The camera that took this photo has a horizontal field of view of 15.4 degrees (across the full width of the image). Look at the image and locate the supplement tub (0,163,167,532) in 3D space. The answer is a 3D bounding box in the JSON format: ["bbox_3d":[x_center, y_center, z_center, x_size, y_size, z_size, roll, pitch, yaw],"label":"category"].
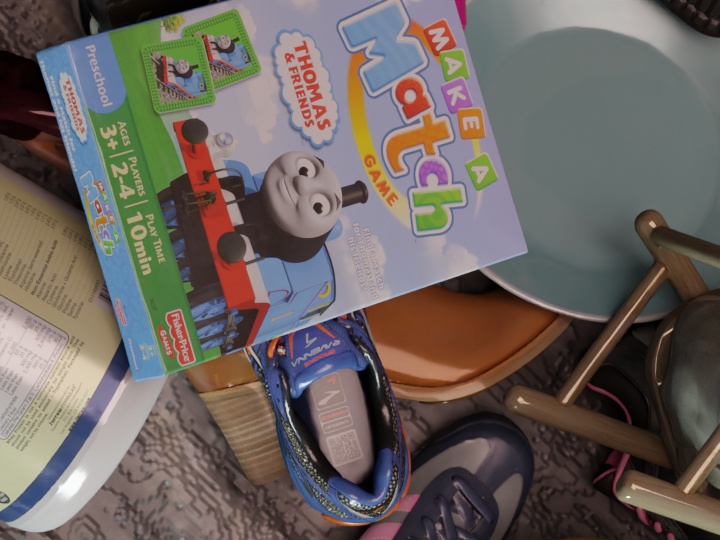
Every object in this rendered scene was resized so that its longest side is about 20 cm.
[{"bbox_3d":[-0.196,0.016,1.227,0.200,0.145,0.145,31,82,-15],"label":"supplement tub"}]

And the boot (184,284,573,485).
[{"bbox_3d":[0.000,0.000,1.328,0.200,0.074,0.155,-23,94,-18],"label":"boot"}]

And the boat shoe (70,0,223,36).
[{"bbox_3d":[-0.097,-0.124,1.234,0.076,0.200,0.060,-29,63,1],"label":"boat shoe"}]

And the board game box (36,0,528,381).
[{"bbox_3d":[-0.031,-0.052,1.204,0.200,0.037,0.151,-19,94,-31],"label":"board game box"}]

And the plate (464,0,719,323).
[{"bbox_3d":[0.121,-0.064,1.362,0.200,0.026,0.200,3,69,-9],"label":"plate"}]

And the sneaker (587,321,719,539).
[{"bbox_3d":[0.173,0.114,1.394,0.095,0.079,0.200,-17,101,11],"label":"sneaker"}]

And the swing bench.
[{"bbox_3d":[0.199,0.089,1.242,0.200,0.199,0.130,38,88,-16],"label":"swing bench"}]

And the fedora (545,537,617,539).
[{"bbox_3d":[0.112,0.183,1.323,0.200,0.201,0.082,8,63,-17],"label":"fedora"}]

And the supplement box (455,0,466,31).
[{"bbox_3d":[-0.017,-0.209,1.301,0.101,0.103,0.200,-5,92,-18],"label":"supplement box"}]

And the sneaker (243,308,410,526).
[{"bbox_3d":[-0.023,0.028,1.253,0.075,0.078,0.200,-27,96,-6],"label":"sneaker"}]

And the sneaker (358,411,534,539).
[{"bbox_3d":[0.026,0.156,1.332,0.070,0.082,0.200,42,79,-13],"label":"sneaker"}]

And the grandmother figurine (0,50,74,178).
[{"bbox_3d":[-0.156,-0.076,1.217,0.200,0.121,0.061,16,87,-49],"label":"grandmother figurine"}]

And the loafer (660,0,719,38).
[{"bbox_3d":[0.136,-0.201,1.374,0.073,0.071,0.200,-41,92,22],"label":"loafer"}]
